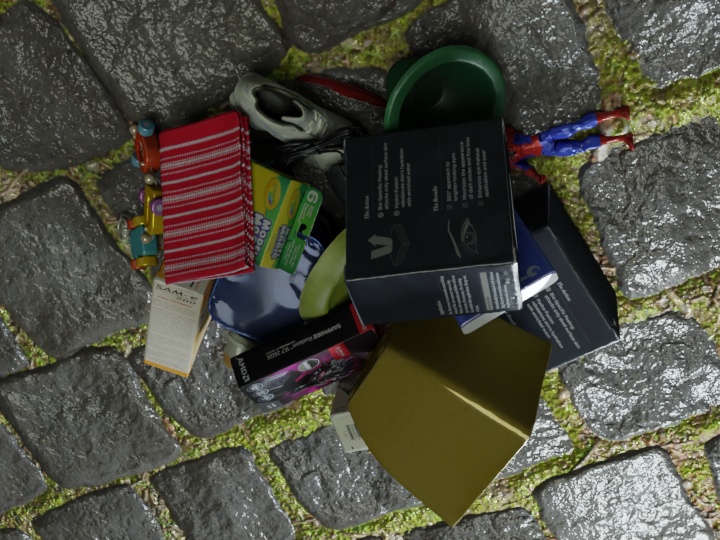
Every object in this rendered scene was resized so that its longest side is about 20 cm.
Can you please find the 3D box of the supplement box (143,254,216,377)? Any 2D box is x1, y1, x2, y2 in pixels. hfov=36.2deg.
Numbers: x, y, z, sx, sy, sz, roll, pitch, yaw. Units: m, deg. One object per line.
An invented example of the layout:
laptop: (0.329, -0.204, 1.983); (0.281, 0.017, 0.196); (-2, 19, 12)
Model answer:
supplement box: (-0.243, 0.037, 1.537); (0.072, 0.127, 0.201); (18, 140, -2)

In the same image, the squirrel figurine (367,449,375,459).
squirrel figurine: (0.111, 0.242, 1.646); (0.197, 0.142, 0.189); (7, 134, 22)

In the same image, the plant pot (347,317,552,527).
plant pot: (0.099, 0.156, 1.393); (0.198, 0.196, 0.195); (31, 125, -3)

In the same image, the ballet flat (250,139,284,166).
ballet flat: (-0.187, -0.135, 1.488); (0.198, 0.068, 0.069); (-32, 99, 25)

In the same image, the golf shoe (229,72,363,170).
golf shoe: (-0.072, -0.182, 1.401); (0.197, 0.097, 0.079); (24, 91, -18)

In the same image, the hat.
hat: (0.062, -0.243, 1.406); (0.198, 0.176, 0.167); (17, 113, -37)

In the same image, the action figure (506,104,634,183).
action figure: (0.242, -0.152, 1.385); (0.196, 0.099, 0.066); (-8, 119, 17)

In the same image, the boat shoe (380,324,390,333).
boat shoe: (0.031, 0.060, 1.568); (0.196, 0.072, 0.069); (-10, 116, 8)

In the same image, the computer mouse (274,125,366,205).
computer mouse: (-0.029, -0.107, 1.438); (0.138, 0.047, 0.200); (-10, 149, 19)

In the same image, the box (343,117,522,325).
box: (0.084, -0.056, 1.298); (0.196, 0.200, 0.118); (-6, 150, 10)

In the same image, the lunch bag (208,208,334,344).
lunch bag: (-0.119, 0.000, 1.516); (0.134, 0.133, 0.202); (24, 114, -2)

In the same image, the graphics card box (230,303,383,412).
graphics card box: (-0.064, 0.117, 1.479); (0.197, 0.052, 0.126); (-23, 155, 3)

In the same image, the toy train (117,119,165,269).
toy train: (-0.285, -0.098, 1.509); (0.055, 0.151, 0.202); (-4, 136, -26)

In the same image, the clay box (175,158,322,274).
clay box: (-0.148, -0.083, 1.396); (0.198, 0.047, 0.117); (25, 98, 31)

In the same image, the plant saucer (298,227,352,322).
plant saucer: (0.000, 0.000, 1.465); (0.031, 0.199, 0.202); (42, 125, 22)

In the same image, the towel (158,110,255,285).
towel: (-0.196, -0.091, 1.385); (0.142, 0.022, 0.204); (-8, 82, 31)

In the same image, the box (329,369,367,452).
box: (0.017, 0.161, 1.551); (0.081, 0.201, 0.069); (-14, 119, 16)

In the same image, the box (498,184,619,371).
box: (0.214, 0.029, 1.476); (0.198, 0.118, 0.198); (-26, 114, 24)

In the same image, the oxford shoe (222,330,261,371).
oxford shoe: (-0.134, 0.127, 1.583); (0.075, 0.199, 0.058); (30, 95, 31)

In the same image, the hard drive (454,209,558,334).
hard drive: (0.140, -0.033, 1.366); (0.131, 0.202, 0.025); (-30, 143, 3)
